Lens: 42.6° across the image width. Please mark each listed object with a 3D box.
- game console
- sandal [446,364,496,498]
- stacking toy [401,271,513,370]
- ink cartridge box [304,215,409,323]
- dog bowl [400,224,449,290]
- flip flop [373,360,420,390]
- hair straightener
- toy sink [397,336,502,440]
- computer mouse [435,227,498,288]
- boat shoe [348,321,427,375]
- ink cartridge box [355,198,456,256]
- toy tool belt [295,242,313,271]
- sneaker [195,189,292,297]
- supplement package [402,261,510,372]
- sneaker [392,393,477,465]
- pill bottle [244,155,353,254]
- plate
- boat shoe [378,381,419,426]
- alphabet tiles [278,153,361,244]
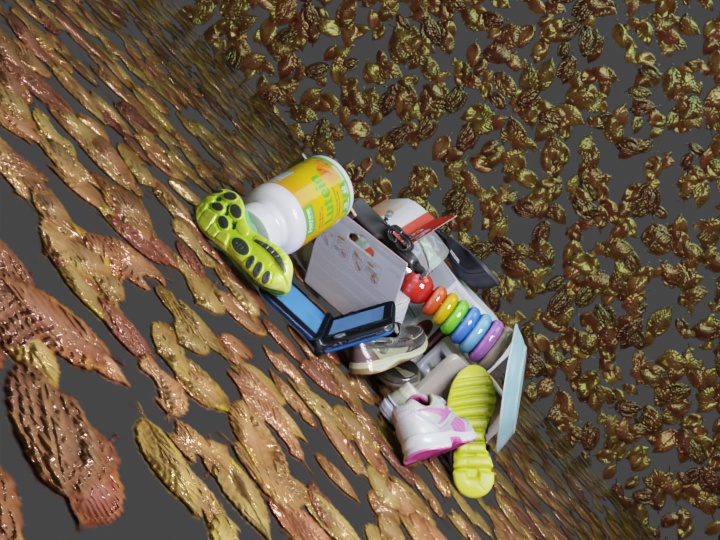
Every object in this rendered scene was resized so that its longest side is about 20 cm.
[{"bbox_3d":[-0.043,0.044,1.368,0.200,0.168,0.120,-73,146,-81],"label":"game console"},{"bbox_3d":[0.169,0.250,1.439,0.078,0.204,0.087,5,-13,3],"label":"sandal"},{"bbox_3d":[0.151,0.071,1.504,0.199,0.086,0.085,40,7,3],"label":"stacking toy"},{"bbox_3d":[0.000,0.000,1.521,0.043,0.176,0.199,-21,49,-43],"label":"ink cartridge box"},{"bbox_3d":[0.056,-0.016,1.626,0.059,0.198,0.200,60,4,-12],"label":"dog bowl"},{"bbox_3d":[0.053,0.163,1.480,0.200,0.080,0.059,-132,-146,-74],"label":"flip flop"},{"bbox_3d":[0.043,-0.055,1.460,0.200,0.041,0.078,47,-23,35],"label":"hair straightener"},{"bbox_3d":[0.146,0.203,1.552,0.200,0.130,0.112,41,9,-36],"label":"toy sink"},{"bbox_3d":[0.192,-0.004,1.699,0.141,0.046,0.200,47,0,-45],"label":"computer mouse"},{"bbox_3d":[0.047,0.108,1.430,0.199,0.072,0.066,-23,110,-60],"label":"boat shoe"},{"bbox_3d":[0.046,-0.075,1.599,0.199,0.161,0.051,-3,-65,58],"label":"ink cartridge box"},{"bbox_3d":[-0.023,-0.016,1.738,0.200,0.123,0.125,42,9,-38],"label":"toy tool belt"},{"bbox_3d":[-0.164,-0.033,1.284,0.200,0.074,0.084,49,-16,27],"label":"sneaker"},{"bbox_3d":[0.137,0.117,1.670,0.191,0.200,0.147,43,8,-25],"label":"supplement package"},{"bbox_3d":[0.104,0.215,1.308,0.200,0.080,0.089,18,48,-68],"label":"sneaker"},{"bbox_3d":[-0.107,-0.091,1.405,0.111,0.111,0.199,47,43,5],"label":"pill bottle"},{"bbox_3d":[0.237,0.185,1.437,0.025,0.204,0.200,8,0,11],"label":"plate"},{"bbox_3d":[0.099,0.227,1.410,0.072,0.062,0.200,52,8,34],"label":"boat shoe"},{"bbox_3d":[-0.073,-0.108,1.562,0.168,0.006,0.200,55,-25,-4],"label":"alphabet tiles"}]
